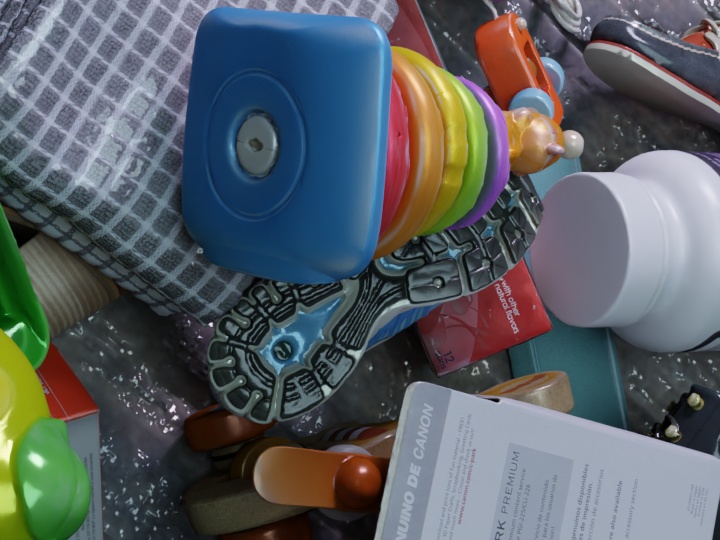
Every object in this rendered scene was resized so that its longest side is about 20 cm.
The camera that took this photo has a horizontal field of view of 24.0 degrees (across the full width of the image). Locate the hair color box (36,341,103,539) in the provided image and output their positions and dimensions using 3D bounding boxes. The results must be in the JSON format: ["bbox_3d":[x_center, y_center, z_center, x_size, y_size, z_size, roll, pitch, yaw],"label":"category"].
[{"bbox_3d":[-0.217,0.111,0.748,0.199,0.061,0.102,-16,129,-27],"label":"hair color box"}]

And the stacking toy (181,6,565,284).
[{"bbox_3d":[0.024,-0.055,0.755,0.200,0.116,0.110,-4,102,-47],"label":"stacking toy"}]

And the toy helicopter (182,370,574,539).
[{"bbox_3d":[0.010,0.086,0.823,0.199,0.132,0.079,-17,92,-5],"label":"toy helicopter"}]

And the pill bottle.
[{"bbox_3d":[0.196,-0.011,0.947,0.199,0.111,0.112,0,84,-34],"label":"pill bottle"}]

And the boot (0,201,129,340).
[{"bbox_3d":[-0.159,-0.079,0.818,0.155,0.074,0.200,-42,114,-23],"label":"boot"}]

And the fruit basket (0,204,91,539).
[{"bbox_3d":[-0.196,0.038,0.642,0.215,0.215,0.156,-31,119,-25],"label":"fruit basket"}]

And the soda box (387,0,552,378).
[{"bbox_3d":[0.032,-0.050,0.899,0.070,0.063,0.201,-23,96,2],"label":"soda box"}]

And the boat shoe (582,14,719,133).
[{"bbox_3d":[0.216,-0.115,1.000,0.199,0.071,0.063,19,92,-29],"label":"boat shoe"}]

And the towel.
[{"bbox_3d":[-0.085,-0.100,0.774,0.165,0.085,0.200,37,72,-28],"label":"towel"}]

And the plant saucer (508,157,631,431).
[{"bbox_3d":[0.114,0.023,0.969,0.070,0.019,0.201,-10,90,-26],"label":"plant saucer"}]

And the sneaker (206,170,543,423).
[{"bbox_3d":[0.000,0.000,0.835,0.200,0.090,0.079,-34,93,-18],"label":"sneaker"}]

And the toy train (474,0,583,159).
[{"bbox_3d":[0.069,-0.142,0.909,0.151,0.055,0.200,61,21,-19],"label":"toy train"}]

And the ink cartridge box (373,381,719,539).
[{"bbox_3d":[0.054,0.160,0.743,0.175,0.084,0.201,18,78,-28],"label":"ink cartridge box"}]

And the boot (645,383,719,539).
[{"bbox_3d":[0.129,0.118,0.911,0.203,0.073,0.154,36,80,-2],"label":"boot"}]
